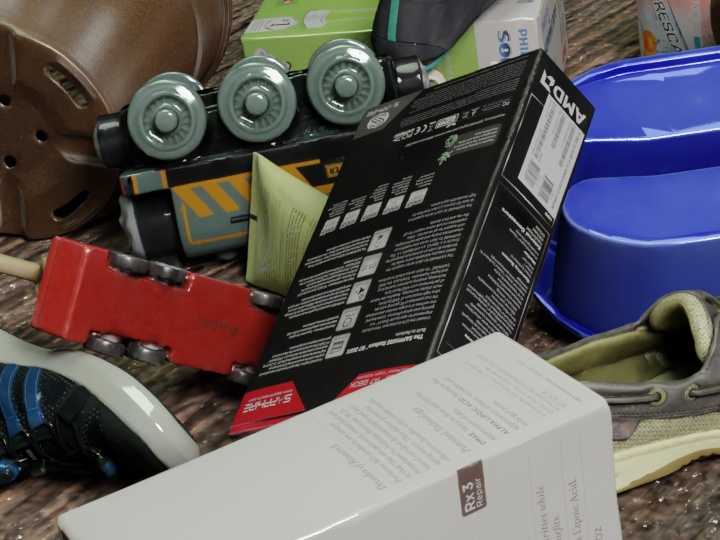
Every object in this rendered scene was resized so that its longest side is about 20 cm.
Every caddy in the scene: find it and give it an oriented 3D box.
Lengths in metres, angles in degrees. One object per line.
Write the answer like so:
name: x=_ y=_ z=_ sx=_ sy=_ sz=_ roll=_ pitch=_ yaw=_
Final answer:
caddy: x=0.178 y=-0.031 z=0.928 sx=0.197 sy=0.106 sz=0.142 roll=-8 pitch=50 yaw=4

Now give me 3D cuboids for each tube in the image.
tube: x=0.000 y=0.000 z=0.964 sx=0.199 sy=0.052 sz=0.058 roll=26 pitch=78 yaw=45

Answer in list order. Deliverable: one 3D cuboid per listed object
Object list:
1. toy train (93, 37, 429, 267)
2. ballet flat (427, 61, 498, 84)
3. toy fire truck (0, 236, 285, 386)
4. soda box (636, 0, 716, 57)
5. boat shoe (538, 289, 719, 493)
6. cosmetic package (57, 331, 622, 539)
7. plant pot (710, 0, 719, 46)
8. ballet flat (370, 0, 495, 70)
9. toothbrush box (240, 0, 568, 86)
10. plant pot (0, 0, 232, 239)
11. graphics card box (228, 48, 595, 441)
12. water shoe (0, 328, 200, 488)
toy train: x=-0.052 y=-0.067 z=1.060 sx=0.198 sy=0.115 sz=0.085 roll=-11 pitch=10 yaw=-1
ballet flat: x=0.061 y=-0.089 z=1.116 sx=0.197 sy=0.072 sz=0.069 roll=-6 pitch=25 yaw=7
toy fire truck: x=-0.143 y=0.008 z=0.912 sx=0.199 sy=0.049 sz=0.140 roll=16 pitch=-1 yaw=-45
soda box: x=0.281 y=-0.194 z=1.256 sx=0.199 sy=0.069 sz=0.063 roll=-26 pitch=31 yaw=-28
boat shoe: x=0.151 y=0.043 z=0.824 sx=0.199 sy=0.067 sz=0.072 roll=-20 pitch=30 yaw=-18
cosmetic package: x=-0.003 y=0.115 z=0.682 sx=0.198 sy=0.114 sz=0.081 roll=-24 pitch=29 yaw=-24
plant pot: x=0.307 y=-0.156 z=1.070 sx=0.174 sy=0.201 sz=0.200 roll=-31 pitch=29 yaw=-4
ballet flat: x=0.062 y=-0.193 z=1.141 sx=0.072 sy=0.074 sz=0.200 roll=5 pitch=33 yaw=27
toothbrush box: x=0.034 y=-0.153 z=1.236 sx=0.197 sy=0.087 sz=0.146 roll=-4 pitch=28 yaw=13
plant pot: x=-0.201 y=-0.137 z=1.182 sx=0.198 sy=0.202 sz=0.199 roll=-3 pitch=33 yaw=14
graphics card box: x=0.026 y=-0.002 z=0.850 sx=0.125 sy=0.051 sz=0.201 roll=-16 pitch=43 yaw=44
water shoe: x=-0.160 y=0.080 z=0.880 sx=0.199 sy=0.072 sz=0.079 roll=15 pitch=62 yaw=39
